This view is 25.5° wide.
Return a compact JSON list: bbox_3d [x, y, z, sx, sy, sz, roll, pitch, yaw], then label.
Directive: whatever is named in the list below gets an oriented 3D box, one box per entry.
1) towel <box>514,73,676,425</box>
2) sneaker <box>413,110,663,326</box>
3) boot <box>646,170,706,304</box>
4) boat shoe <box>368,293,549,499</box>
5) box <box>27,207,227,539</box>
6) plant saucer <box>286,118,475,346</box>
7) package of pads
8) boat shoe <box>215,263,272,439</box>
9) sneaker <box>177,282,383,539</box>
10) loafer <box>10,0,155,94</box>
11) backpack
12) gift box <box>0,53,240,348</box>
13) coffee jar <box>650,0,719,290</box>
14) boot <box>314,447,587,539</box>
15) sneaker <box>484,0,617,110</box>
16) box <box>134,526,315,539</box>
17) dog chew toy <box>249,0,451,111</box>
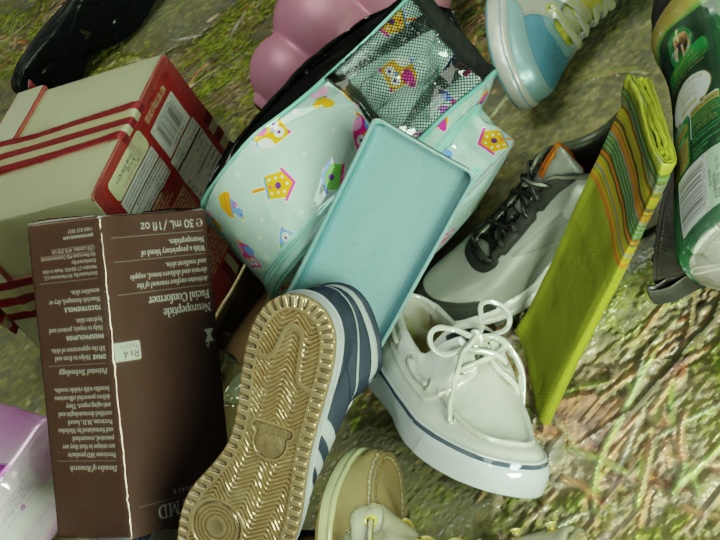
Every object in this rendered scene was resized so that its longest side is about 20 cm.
[{"bbox_3d":[0.133,-0.010,0.926,0.018,0.201,0.086,11,38,-11],"label":"towel"},{"bbox_3d":[0.115,-0.036,1.036,0.199,0.079,0.074,-34,37,6],"label":"sneaker"},{"bbox_3d":[0.264,-0.067,0.951,0.173,0.069,0.201,0,51,40],"label":"boot"},{"bbox_3d":[0.062,0.059,0.944,0.202,0.074,0.087,-132,54,-65],"label":"boat shoe"},{"bbox_3d":[-0.146,0.063,1.018,0.074,0.202,0.100,-3,3,37],"label":"box"},{"bbox_3d":[0.000,0.000,0.971,0.201,0.069,0.019,-62,-2,33],"label":"plant saucer"},{"bbox_3d":[-0.284,0.185,1.127,0.120,0.076,0.201,7,54,46],"label":"package of pads"},{"bbox_3d":[-0.090,0.054,1.121,0.073,0.063,0.201,-1,48,39],"label":"boat shoe"},{"bbox_3d":[-0.044,0.100,0.949,0.070,0.202,0.108,22,16,12],"label":"sneaker"},{"bbox_3d":[-0.287,-0.254,1.637,0.200,0.073,0.072,-46,32,-14],"label":"loafer"},{"bbox_3d":[-0.004,-0.065,1.066,0.199,0.154,0.176,-34,-6,-16],"label":"backpack"},{"bbox_3d":[-0.210,-0.057,1.241,0.185,0.201,0.185,-12,37,32],"label":"gift box"},{"bbox_3d":[0.219,-0.086,0.880,0.086,0.103,0.202,122,155,-51],"label":"coffee jar"},{"bbox_3d":[0.052,0.162,0.872,0.153,0.072,0.201,-18,33,18],"label":"boot"},{"bbox_3d":[0.169,-0.209,1.186,0.130,0.080,0.201,-15,41,30],"label":"sneaker"},{"bbox_3d":[-0.108,0.214,0.980,0.199,0.032,0.122,-5,46,39],"label":"box"},{"bbox_3d":[-0.014,-0.205,1.310,0.200,0.125,0.124,-50,36,-4],"label":"dog chew toy"}]
